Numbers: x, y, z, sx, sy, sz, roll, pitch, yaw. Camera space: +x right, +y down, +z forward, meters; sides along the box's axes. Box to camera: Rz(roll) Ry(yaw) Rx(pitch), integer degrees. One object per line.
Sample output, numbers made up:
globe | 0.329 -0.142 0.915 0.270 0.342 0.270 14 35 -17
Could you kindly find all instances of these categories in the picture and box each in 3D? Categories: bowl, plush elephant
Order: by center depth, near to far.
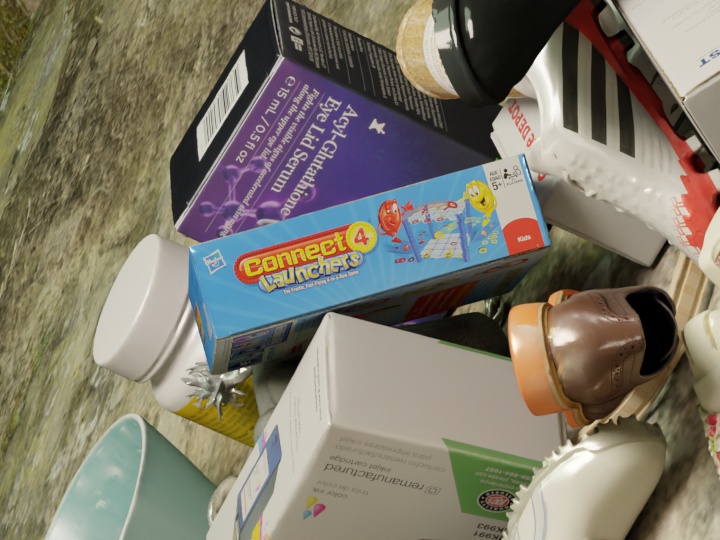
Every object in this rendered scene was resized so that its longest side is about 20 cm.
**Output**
plush elephant | -0.015 0.125 1.715 0.199 0.155 0.165 -8 8 31
bowl | -0.163 0.219 2.041 0.201 0.105 0.201 -52 22 31

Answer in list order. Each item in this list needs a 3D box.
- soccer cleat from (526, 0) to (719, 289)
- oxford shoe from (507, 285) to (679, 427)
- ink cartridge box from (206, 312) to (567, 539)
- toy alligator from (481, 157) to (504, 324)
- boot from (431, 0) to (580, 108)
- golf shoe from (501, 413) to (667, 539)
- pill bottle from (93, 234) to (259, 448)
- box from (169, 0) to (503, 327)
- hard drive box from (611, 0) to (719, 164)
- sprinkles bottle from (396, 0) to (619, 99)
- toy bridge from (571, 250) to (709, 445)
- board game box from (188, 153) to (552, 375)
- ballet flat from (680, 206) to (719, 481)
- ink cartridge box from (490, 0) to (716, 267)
soccer cleat | 0.138 -0.061 1.476 0.085 0.200 0.069 -35 -8 10
oxford shoe | 0.131 0.041 1.399 0.200 0.073 0.072 -11 -92 -75
ink cartridge box | 0.012 0.133 1.557 0.088 0.145 0.200 -93 24 -44
toy alligator | 0.103 -0.054 1.742 0.200 0.054 0.059 -62 18 8
boot | 0.133 -0.172 1.405 0.162 0.073 0.199 -12 35 30
golf shoe | 0.110 0.170 1.452 0.200 0.078 0.097 -56 46 23
pill bottle | -0.070 0.059 1.840 0.114 0.200 0.114 -52 23 33
box | -0.007 -0.067 1.830 0.148 0.200 0.104 -58 20 24
hard drive box | 0.220 -0.136 1.398 0.156 0.077 0.200 -33 25 8
sprinkles bottle | 0.083 -0.133 1.610 0.068 0.068 0.200 -66 18 -4
toy bridge | 0.157 0.037 1.523 0.200 0.027 0.067 -61 19 11
board game box | 0.000 0.000 1.604 0.200 0.195 0.056 117 136 -81
ballet flat | 0.195 0.019 1.386 0.076 0.064 0.200 -35 36 55
ink cartridge box | 0.169 -0.124 1.603 0.200 0.084 0.146 -59 19 18
